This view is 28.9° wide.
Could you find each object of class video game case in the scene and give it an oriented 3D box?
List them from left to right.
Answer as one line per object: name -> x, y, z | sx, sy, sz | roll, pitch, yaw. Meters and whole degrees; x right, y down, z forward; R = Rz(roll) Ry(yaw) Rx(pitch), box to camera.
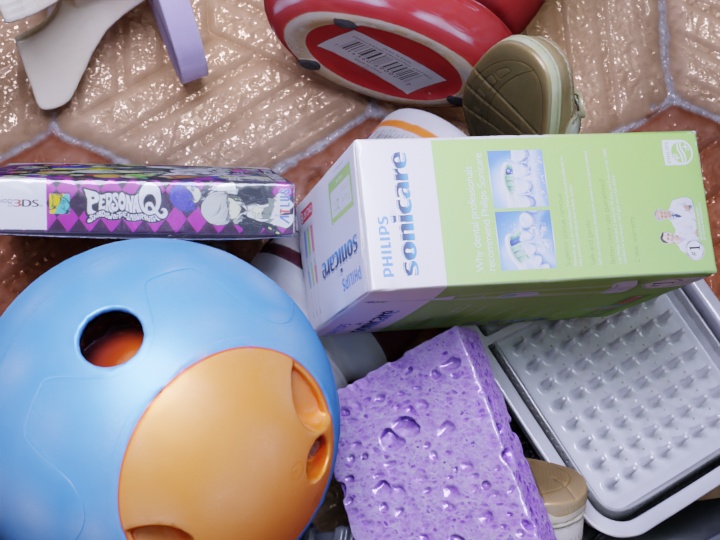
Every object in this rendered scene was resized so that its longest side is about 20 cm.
video game case -> -0.138, -0.045, 0.867 | 0.181, 0.200, 0.036 | 0, 97, -7

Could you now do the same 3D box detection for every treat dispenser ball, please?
treat dispenser ball -> -0.111, 0.083, 0.758 | 0.200, 0.201, 0.201 | 2, 73, -7

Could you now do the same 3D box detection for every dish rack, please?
dish rack -> 0.160, 0.061, 0.900 | 0.171, 0.044, 0.200 | -26, 73, -24

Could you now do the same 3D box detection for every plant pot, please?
plant pot -> 0.042, -0.220, 0.944 | 0.200, 0.200, 0.183 | 16, 76, -3

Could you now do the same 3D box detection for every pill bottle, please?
pill bottle -> 0.000, 0.000, 0.915 | 0.114, 0.114, 0.200 | 41, 72, 5

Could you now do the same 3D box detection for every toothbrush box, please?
toothbrush box -> 0.077, -0.019, 0.803 | 0.200, 0.146, 0.086 | -5, 80, -15

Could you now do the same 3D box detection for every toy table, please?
toy table -> -0.186, -0.206, 0.926 | 0.117, 0.184, 0.200 | -20, 105, -8

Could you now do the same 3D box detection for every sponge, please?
sponge -> 0.050, 0.145, 0.794 | 0.111, 0.030, 0.200 | -29, 67, 24

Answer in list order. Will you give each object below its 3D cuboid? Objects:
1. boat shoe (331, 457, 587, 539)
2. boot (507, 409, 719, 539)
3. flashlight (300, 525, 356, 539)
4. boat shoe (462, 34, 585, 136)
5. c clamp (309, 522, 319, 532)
boat shoe -> 0.048, 0.146, 0.865 | 0.074, 0.200, 0.069 | -20, 112, -45
boot -> 0.155, 0.118, 0.933 | 0.165, 0.066, 0.200 | -22, 73, -16
flashlight -> -0.016, 0.255, 0.822 | 0.068, 0.068, 0.200 | 19, 65, -24
boat shoe -> 0.113, -0.092, 0.915 | 0.063, 0.201, 0.073 | -37, 64, -18
c clamp -> -0.071, 0.222, 0.852 | 0.200, 0.027, 0.171 | 51, 51, -6
